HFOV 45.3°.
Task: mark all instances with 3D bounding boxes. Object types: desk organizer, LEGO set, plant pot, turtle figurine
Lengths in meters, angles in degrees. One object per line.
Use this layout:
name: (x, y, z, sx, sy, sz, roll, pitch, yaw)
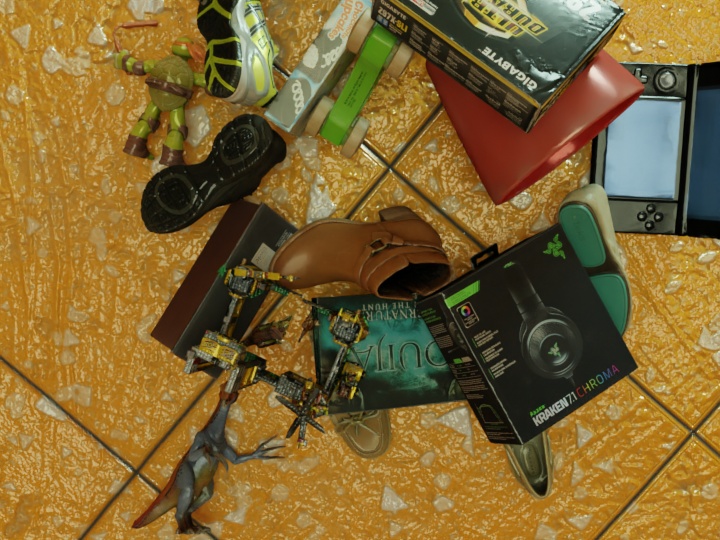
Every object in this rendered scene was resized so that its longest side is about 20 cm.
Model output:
desk organizer: (-0.160, 0.017, 1.028, 0.072, 0.077, 0.201, 37, 79, -35)
LEGO set: (-0.093, 0.078, 0.922, 0.199, 0.116, 0.155, 31, 95, 10)
plant pot: (0.178, -0.202, 0.952, 0.200, 0.200, 0.178, -37, 83, 5)
turtle figurine: (-0.213, -0.204, 1.015, 0.198, 0.064, 0.163, 16, 96, 0)

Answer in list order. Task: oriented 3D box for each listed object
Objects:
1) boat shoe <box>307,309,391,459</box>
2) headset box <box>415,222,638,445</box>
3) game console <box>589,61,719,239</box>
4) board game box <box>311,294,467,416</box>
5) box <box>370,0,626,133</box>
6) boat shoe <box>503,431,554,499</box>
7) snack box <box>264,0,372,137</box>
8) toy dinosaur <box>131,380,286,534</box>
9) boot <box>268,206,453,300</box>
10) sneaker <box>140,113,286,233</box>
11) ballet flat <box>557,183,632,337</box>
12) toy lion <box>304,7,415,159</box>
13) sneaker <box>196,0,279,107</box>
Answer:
boat shoe: (-0.019, 0.140, 1.044, 0.073, 0.063, 0.201, -23, 95, 4)
headset box: (0.184, 0.066, 0.982, 0.173, 0.093, 0.201, -27, 88, -18)
game console: (0.361, -0.138, 0.979, 0.174, 0.116, 0.202, 3, 95, 1)
board game box: (0.044, 0.094, 1.015, 0.198, 0.028, 0.137, -3, 88, -18)
box: (0.135, -0.252, 0.848, 0.200, 0.049, 0.160, 39, 65, 11)
boat shoe: (0.189, 0.173, 1.041, 0.072, 0.063, 0.203, -14, 95, 3)
snack box: (-0.033, -0.245, 0.980, 0.037, 0.116, 0.201, 35, 95, -2)
toy dinosaur: (-0.200, 0.225, 1.051, 0.198, 0.105, 0.183, -1, 75, 14)
boot: (0.000, 0.000, 0.972, 0.198, 0.156, 0.077, -15, 119, -8)
sneaker: (-0.167, -0.100, 1.009, 0.199, 0.091, 0.076, -29, 74, 16)
ballet flat: (0.281, -0.010, 1.013, 0.069, 0.070, 0.201, -17, 116, 3)
toy lion: (0.026, -0.251, 0.962, 0.068, 0.192, 0.200, 30, 136, -4)
sneaker: (-0.136, -0.268, 0.988, 0.075, 0.076, 0.202, -23, 59, 36)
